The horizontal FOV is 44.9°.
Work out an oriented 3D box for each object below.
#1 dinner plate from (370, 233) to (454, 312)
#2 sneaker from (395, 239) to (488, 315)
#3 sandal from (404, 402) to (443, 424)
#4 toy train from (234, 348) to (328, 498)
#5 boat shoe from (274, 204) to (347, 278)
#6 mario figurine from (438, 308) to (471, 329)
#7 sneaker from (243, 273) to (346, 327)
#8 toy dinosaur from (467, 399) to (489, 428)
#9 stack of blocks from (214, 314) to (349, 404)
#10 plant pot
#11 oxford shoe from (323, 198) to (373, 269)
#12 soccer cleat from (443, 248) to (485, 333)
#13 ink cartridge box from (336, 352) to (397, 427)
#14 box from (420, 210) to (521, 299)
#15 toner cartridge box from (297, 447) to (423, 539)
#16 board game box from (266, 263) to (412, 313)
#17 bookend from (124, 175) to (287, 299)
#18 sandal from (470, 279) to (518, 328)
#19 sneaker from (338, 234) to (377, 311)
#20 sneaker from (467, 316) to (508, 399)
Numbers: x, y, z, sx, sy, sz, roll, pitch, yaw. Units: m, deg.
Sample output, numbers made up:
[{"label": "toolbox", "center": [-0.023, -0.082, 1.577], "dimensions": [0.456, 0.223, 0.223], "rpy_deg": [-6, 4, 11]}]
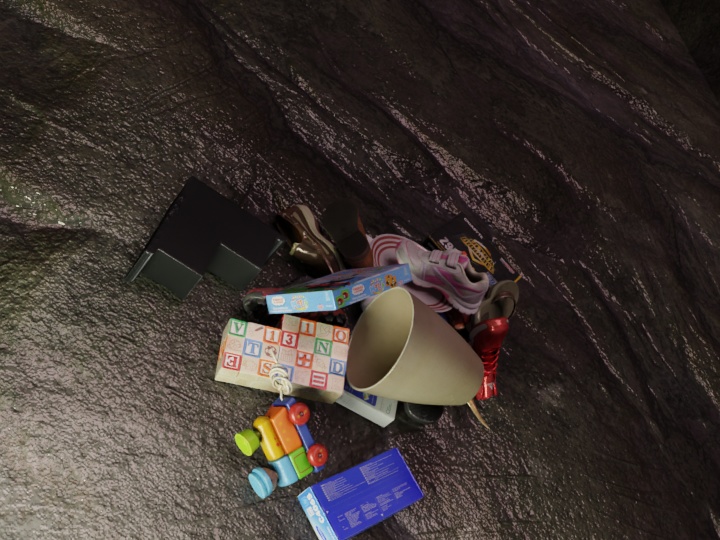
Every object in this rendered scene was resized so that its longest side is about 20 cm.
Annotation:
[{"label": "dinner plate", "center": [0.098, 0.009, 1.668], "dimensions": [0.200, 0.024, 0.200], "rpy_deg": [24, 35, -18]}, {"label": "sneaker", "center": [0.159, -0.006, 1.641], "dimensions": [0.200, 0.088, 0.081], "rpy_deg": [31, 33, -9]}, {"label": "sandal", "center": [0.120, 0.230, 1.599], "dimensions": [0.075, 0.045, 0.200], "rpy_deg": [49, 26, -2]}, {"label": "toy train", "center": [-0.141, 0.233, 1.317], "dimensions": [0.116, 0.085, 0.200], "rpy_deg": [-28, 98, -34]}, {"label": "boat shoe", "center": [-0.098, -0.035, 1.620], "dimensions": [0.075, 0.075, 0.202], "rpy_deg": [-12, 53, -34]}, {"label": "mario figurine", "center": [0.135, 0.109, 1.699], "dimensions": [0.106, 0.124, 0.200], "rpy_deg": [20, 33, 41]}, {"label": "sneaker", "center": [-0.119, 0.052, 1.526], "dimensions": [0.200, 0.071, 0.098], "rpy_deg": [11, 50, -35]}, {"label": "toy dinosaur", "center": [0.172, 0.199, 1.626], "dimensions": [0.200, 0.060, 0.106], "rpy_deg": [47, 41, -8]}, {"label": "stack of blocks", "center": [-0.125, 0.135, 1.413], "dimensions": [0.200, 0.059, 0.115], "rpy_deg": [14, 60, -14]}, {"label": "plant pot", "center": [0.108, 0.153, 1.489], "dimensions": [0.200, 0.187, 0.187], "rpy_deg": [28, 43, -25]}, {"label": "oxford shoe", "center": [-0.021, -0.063, 1.636], "dimensions": [0.200, 0.071, 0.071], "rpy_deg": [-109, 173, -48]}, {"label": "soccer cleat", "center": [0.211, 0.052, 1.801], "dimensions": [0.069, 0.078, 0.200], "rpy_deg": [-21, 91, -40]}, {"label": "ink cartridge box", "center": [-0.023, 0.184, 1.517], "dimensions": [0.200, 0.039, 0.100], "rpy_deg": [32, 42, -15]}, {"label": "box", "center": [0.239, -0.019, 1.894], "dimensions": [0.200, 0.049, 0.160], "rpy_deg": [49, 43, 5]}, {"label": "toner cartridge box", "center": [0.003, 0.359, 1.387], "dimensions": [0.200, 0.043, 0.095], "rpy_deg": [-12, 64, -44]}, {"label": "board game box", "center": [-0.034, 0.030, 1.450], "dimensions": [0.200, 0.151, 0.037], "rpy_deg": [-17, 99, -49]}, {"label": "bookend", "center": [-0.253, -0.022, 1.463], "dimensions": [0.200, 0.092, 0.199], "rpy_deg": [33, 43, -14]}, {"label": "sandal", "center": [0.282, 0.079, 1.754], "dimensions": [0.201, 0.057, 0.080], "rpy_deg": [-35, 114, -54]}, {"label": "sneaker", "center": [0.000, 0.000, 1.672], "dimensions": [0.116, 0.074, 0.200], "rpy_deg": [32, 33, -10]}, {"label": "sneaker", "center": [0.245, 0.171, 1.630], "dimensions": [0.078, 0.200, 0.116], "rpy_deg": [-11, 65, -12]}]
